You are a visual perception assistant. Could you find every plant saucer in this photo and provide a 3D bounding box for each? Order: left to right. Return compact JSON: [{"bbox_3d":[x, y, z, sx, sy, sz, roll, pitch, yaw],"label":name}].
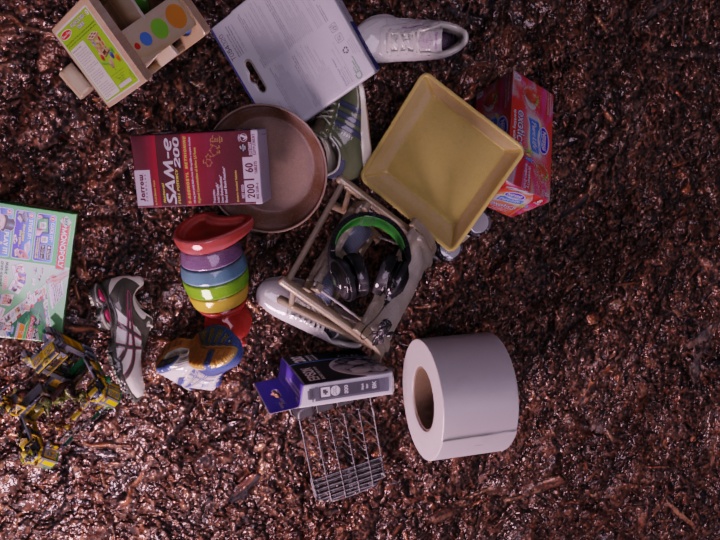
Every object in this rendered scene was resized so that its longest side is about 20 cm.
[{"bbox_3d":[-0.146,-0.161,1.184,0.195,0.037,0.205,2,111,5],"label":"plant saucer"},{"bbox_3d":[0.128,-0.170,1.189,0.199,0.048,0.202,38,114,8],"label":"plant saucer"}]

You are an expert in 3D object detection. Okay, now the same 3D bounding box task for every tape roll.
[{"bbox_3d":[0.167,0.213,1.294,0.136,0.202,0.208,-4,102,-16],"label":"tape roll"}]

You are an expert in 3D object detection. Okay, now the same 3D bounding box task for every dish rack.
[{"bbox_3d":[-0.035,0.300,1.331,0.150,0.055,0.205,-14,107,-12],"label":"dish rack"}]

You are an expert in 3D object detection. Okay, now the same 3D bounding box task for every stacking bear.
[{"bbox_3d":[-0.221,0.025,1.190,0.119,0.114,0.204,6,119,26],"label":"stacking bear"}]

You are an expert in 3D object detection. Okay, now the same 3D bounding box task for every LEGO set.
[{"bbox_3d":[-0.467,0.184,1.120,0.198,0.155,0.116,-37,146,4],"label":"LEGO set"}]

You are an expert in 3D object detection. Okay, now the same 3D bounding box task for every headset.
[{"bbox_3d":[0.018,0.005,1.075,0.120,0.094,0.205,1,66,-11],"label":"headset"}]

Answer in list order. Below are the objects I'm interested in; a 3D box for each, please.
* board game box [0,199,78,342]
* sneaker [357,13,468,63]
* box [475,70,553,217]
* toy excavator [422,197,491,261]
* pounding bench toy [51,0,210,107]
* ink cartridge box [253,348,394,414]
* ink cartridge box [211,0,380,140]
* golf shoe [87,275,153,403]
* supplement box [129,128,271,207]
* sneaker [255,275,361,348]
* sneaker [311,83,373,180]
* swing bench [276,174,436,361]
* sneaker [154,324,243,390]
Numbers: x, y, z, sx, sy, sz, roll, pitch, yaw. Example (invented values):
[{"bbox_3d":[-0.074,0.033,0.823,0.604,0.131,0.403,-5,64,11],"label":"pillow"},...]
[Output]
[{"bbox_3d":[-0.507,0.003,1.141,0.131,0.029,0.205,8,98,-19],"label":"board game box"},{"bbox_3d":[0.079,-0.372,1.203,0.195,0.100,0.077,-8,106,-13],"label":"sneaker"},{"bbox_3d":[0.249,-0.206,1.242,0.098,0.095,0.205,19,68,-29],"label":"box"},{"bbox_3d":[0.140,-0.144,1.277,0.194,0.100,0.201,-40,101,-7],"label":"toy excavator"},{"bbox_3d":[-0.336,-0.334,1.082,0.125,0.198,0.157,54,53,-21],"label":"pounding bench toy"},{"bbox_3d":[-0.067,0.173,1.218,0.195,0.198,0.045,-7,97,-16],"label":"ink cartridge box"},{"bbox_3d":[-0.100,-0.338,1.154,0.197,0.043,0.199,-28,99,23],"label":"ink cartridge box"},{"bbox_3d":[-0.359,0.108,1.184,0.086,0.077,0.205,-17,107,-21],"label":"golf shoe"},{"bbox_3d":[-0.238,-0.154,1.137,0.195,0.061,0.112,-2,102,8],"label":"supplement box"},{"bbox_3d":[-0.080,0.070,1.256,0.197,0.080,0.078,25,95,-18],"label":"sneaker"},{"bbox_3d":[-0.038,-0.241,1.210,0.088,0.067,0.205,-15,108,-18],"label":"sneaker"},{"bbox_3d":[0.000,0.000,1.184,0.197,0.130,0.202,29,73,1],"label":"swing bench"},{"bbox_3d":[-0.234,0.143,1.183,0.088,0.197,0.076,44,53,-30],"label":"sneaker"}]
